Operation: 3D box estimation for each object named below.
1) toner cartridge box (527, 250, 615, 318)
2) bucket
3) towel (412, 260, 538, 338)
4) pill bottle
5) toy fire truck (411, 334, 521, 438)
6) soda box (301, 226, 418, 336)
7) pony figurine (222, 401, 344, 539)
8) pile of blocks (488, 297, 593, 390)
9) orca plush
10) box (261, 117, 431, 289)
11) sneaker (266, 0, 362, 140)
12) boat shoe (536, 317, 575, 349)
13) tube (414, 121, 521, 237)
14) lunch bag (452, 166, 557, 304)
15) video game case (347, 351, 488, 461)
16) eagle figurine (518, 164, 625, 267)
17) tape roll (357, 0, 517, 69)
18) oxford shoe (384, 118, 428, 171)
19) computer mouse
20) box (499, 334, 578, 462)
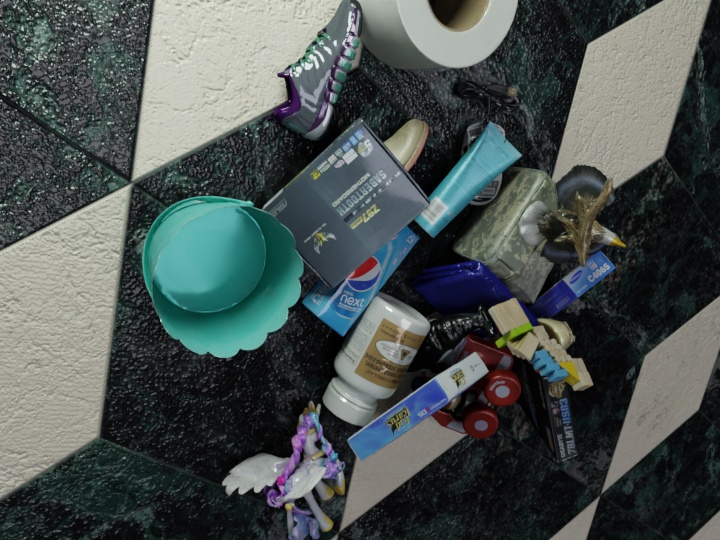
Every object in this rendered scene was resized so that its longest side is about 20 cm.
[{"bbox_3d":[0.382,0.038,1.102,0.095,0.200,0.043,-35,76,-16],"label":"toner cartridge box"},{"bbox_3d":[-0.192,-0.002,0.807,0.206,0.135,0.209,-9,109,-25],"label":"bucket"},{"bbox_3d":[0.202,0.051,1.038,0.200,0.147,0.050,39,52,-35],"label":"towel"},{"bbox_3d":[0.021,0.147,0.978,0.114,0.114,0.201,23,99,-31],"label":"pill bottle"},{"bbox_3d":[0.187,0.203,1.092,0.167,0.112,0.201,23,115,-6],"label":"toy fire truck"},{"bbox_3d":[0.000,0.000,0.950,0.064,0.068,0.200,40,85,-32],"label":"soda box"},{"bbox_3d":[-0.101,0.343,0.976,0.193,0.165,0.201,-37,121,-50],"label":"pony figurine"},{"bbox_3d":[0.275,0.135,0.957,0.200,0.062,0.082,42,50,5],"label":"pile of blocks"},{"bbox_3d":[0.130,0.132,1.004,0.199,0.071,0.106,-16,97,23],"label":"orca plush"},{"bbox_3d":[-0.022,-0.095,0.865,0.200,0.051,0.158,-39,107,11],"label":"box"},{"bbox_3d":[-0.063,-0.288,0.825,0.087,0.074,0.201,15,99,-26],"label":"sneaker"},{"bbox_3d":[0.357,0.117,1.091,0.065,0.200,0.073,-21,78,2],"label":"boat shoe"},{"bbox_3d":[0.170,-0.143,0.979,0.077,0.050,0.200,41,99,-18],"label":"tube"},{"bbox_3d":[0.284,-0.055,1.039,0.167,0.139,0.201,34,87,-25],"label":"lunch bag"},{"bbox_3d":[0.099,0.222,0.981,0.200,0.046,0.181,-42,166,27],"label":"video game case"},{"bbox_3d":[0.341,-0.072,0.926,0.151,0.200,0.151,-34,93,22],"label":"eagle figurine"},{"bbox_3d":[0.102,-0.390,0.838,0.201,0.139,0.204,-8,109,-25],"label":"tape roll"},{"bbox_3d":[0.024,-0.167,0.909,0.200,0.070,0.075,-49,119,-6],"label":"oxford shoe"},{"bbox_3d":[0.203,-0.211,1.000,0.109,0.044,0.202,3,110,-4],"label":"computer mouse"},{"bbox_3d":[0.331,0.217,1.116,0.049,0.199,0.201,-19,116,0],"label":"box"}]
